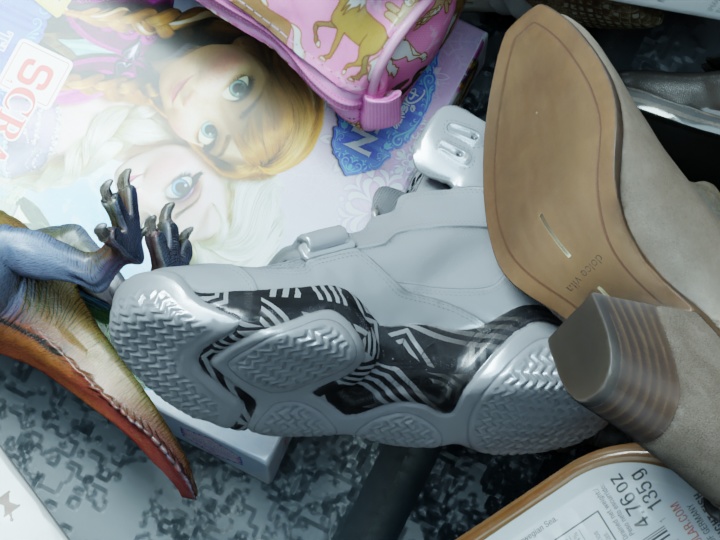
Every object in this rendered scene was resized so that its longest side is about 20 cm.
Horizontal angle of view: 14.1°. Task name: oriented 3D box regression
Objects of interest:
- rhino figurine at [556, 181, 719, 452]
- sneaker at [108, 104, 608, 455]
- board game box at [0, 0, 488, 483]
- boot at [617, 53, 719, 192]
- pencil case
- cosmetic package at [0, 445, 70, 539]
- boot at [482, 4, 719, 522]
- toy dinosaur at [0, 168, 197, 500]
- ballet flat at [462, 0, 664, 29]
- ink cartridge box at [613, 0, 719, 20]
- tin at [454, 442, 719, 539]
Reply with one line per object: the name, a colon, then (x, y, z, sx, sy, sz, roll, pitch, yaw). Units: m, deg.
rhino figurine: (0.122, 0.065, 1.139, 0.087, 0.060, 0.201, 19, 78, 7)
sneaker: (0.000, 0.000, 1.088, 0.199, 0.075, 0.115, 9, 56, -21)
board game box: (-0.079, -0.048, 1.173, 0.199, 0.041, 0.201, 25, 77, 5)
boot: (0.193, -0.115, 1.189, 0.199, 0.069, 0.175, 7, 70, -3)
pencil case: (-0.049, -0.138, 1.134, 0.200, 0.083, 0.087, 34, 103, 7)
cosmetic package: (-0.146, 0.143, 1.103, 0.107, 0.085, 0.200, -37, 78, -11)
boot: (0.125, 0.005, 1.076, 0.146, 0.070, 0.201, 20, 48, -33)
toy dinosaur: (-0.164, -0.006, 1.100, 0.181, 0.105, 0.201, -5, 87, 17)
ballet flat: (0.037, -0.145, 1.184, 0.200, 0.070, 0.065, 44, 101, 24)
ink cartridge box: (0.069, -0.172, 1.132, 0.199, 0.057, 0.163, 11, 41, -25)
tin: (0.071, 0.143, 1.096, 0.200, 0.042, 0.112, -36, 72, 12)
